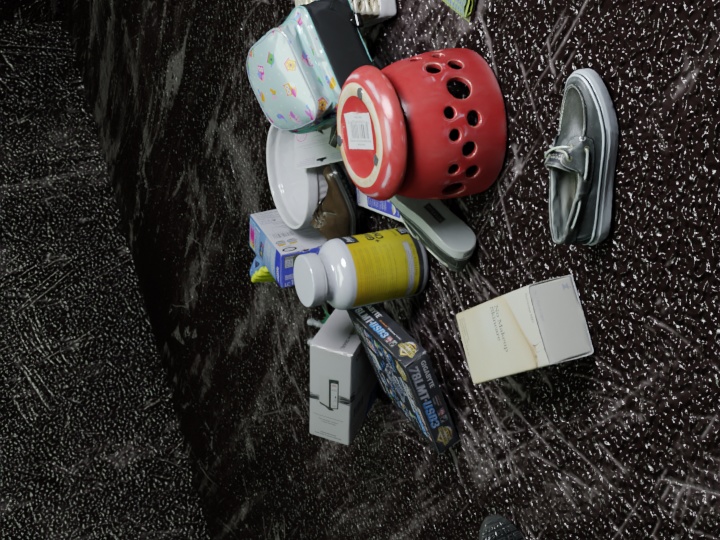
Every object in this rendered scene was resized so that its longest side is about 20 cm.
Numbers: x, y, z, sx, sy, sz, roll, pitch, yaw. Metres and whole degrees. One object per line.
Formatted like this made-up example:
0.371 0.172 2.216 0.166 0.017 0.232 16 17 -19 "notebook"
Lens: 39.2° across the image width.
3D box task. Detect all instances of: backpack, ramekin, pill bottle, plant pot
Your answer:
-0.079 -0.291 1.496 0.178 0.152 0.199 63 155 -7 "backpack"
-0.088 -0.183 1.831 0.200 0.104 0.203 41 137 54 "ramekin"
0.000 0.000 1.594 0.112 0.197 0.114 34 129 56 "pill bottle"
0.075 -0.190 1.375 0.200 0.180 0.203 44 141 51 "plant pot"

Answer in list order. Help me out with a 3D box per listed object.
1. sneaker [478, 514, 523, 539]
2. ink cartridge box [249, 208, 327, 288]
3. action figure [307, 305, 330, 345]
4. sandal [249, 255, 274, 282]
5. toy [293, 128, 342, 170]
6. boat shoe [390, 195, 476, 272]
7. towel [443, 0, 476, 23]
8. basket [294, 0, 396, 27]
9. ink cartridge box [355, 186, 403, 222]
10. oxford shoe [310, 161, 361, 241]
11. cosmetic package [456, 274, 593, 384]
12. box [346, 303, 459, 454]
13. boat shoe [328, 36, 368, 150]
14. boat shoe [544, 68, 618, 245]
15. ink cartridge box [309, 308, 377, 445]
0.209 0.463 1.493 0.091 0.075 0.203 148 112 -72 "sneaker"
-0.116 -0.043 1.914 0.200 0.135 0.077 -133 37 -51 "ink cartridge box"
-0.042 0.140 1.937 0.199 0.054 0.120 19 115 58 "action figure"
-0.187 -0.039 2.162 0.200 0.078 0.088 -48 53 51 "sandal"
-0.053 -0.269 1.718 0.114 0.047 0.204 -8 74 32 "toy"
0.090 -0.079 1.491 0.201 0.070 0.064 51 150 24 "boat shoe"
0.125 -0.450 1.340 0.144 0.022 0.202 53 145 44 "towel"
-0.035 -0.479 1.561 0.135 0.122 0.203 -170 70 -65 "basket"
0.049 -0.139 1.626 0.199 0.039 0.101 27 125 59 "ink cartridge box"
-0.046 -0.098 1.734 0.073 0.083 0.202 -104 4 -47 "oxford shoe"
0.209 0.081 1.322 0.200 0.072 0.105 146 111 -65 "cosmetic package"
0.068 0.165 1.622 0.198 0.049 0.202 41 159 53 "box"
-0.035 -0.290 1.626 0.072 0.065 0.204 130 152 -70 "boat shoe"
0.246 -0.124 1.149 0.072 0.070 0.204 17 115 63 "boat shoe"
-0.026 0.177 1.777 0.083 0.146 0.203 13 124 17 "ink cartridge box"
